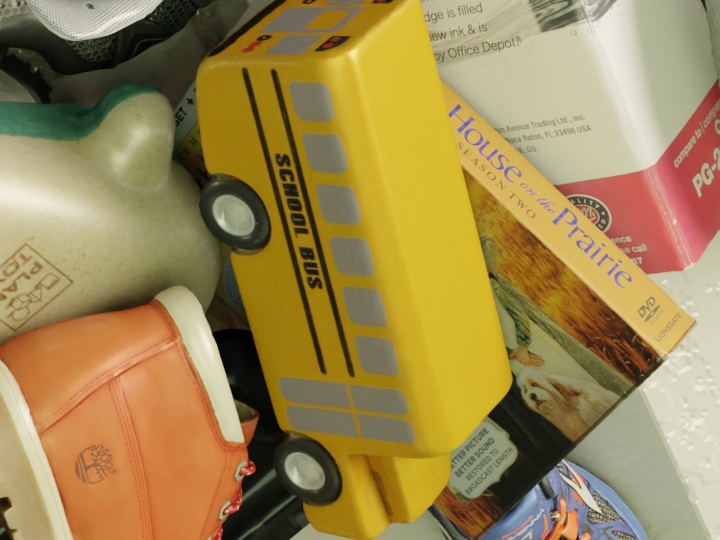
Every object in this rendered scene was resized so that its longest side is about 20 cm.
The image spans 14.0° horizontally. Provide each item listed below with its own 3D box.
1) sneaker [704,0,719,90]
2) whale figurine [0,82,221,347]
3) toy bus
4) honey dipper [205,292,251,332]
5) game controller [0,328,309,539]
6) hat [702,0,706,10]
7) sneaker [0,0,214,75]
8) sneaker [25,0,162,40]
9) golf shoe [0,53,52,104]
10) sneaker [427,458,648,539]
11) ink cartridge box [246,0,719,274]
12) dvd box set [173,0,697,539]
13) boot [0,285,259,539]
[{"bbox_3d":[0.180,-0.115,1.056,0.114,0.073,0.201,-11,102,-3],"label":"sneaker"},{"bbox_3d":[-0.139,-0.023,1.064,0.159,0.104,0.200,-40,144,8],"label":"whale figurine"},{"bbox_3d":[0.000,0.000,1.048,0.078,0.065,0.200,3,121,33],"label":"toy bus"},{"bbox_3d":[-0.101,0.050,1.150,0.200,0.038,0.038,-35,116,-26],"label":"honey dipper"},{"bbox_3d":[-0.098,0.106,1.132,0.200,0.042,0.104,-38,125,0],"label":"game controller"},{"bbox_3d":[0.132,-0.173,1.122,0.200,0.081,0.201,-3,111,-7],"label":"hat"},{"bbox_3d":[-0.143,-0.150,1.092,0.114,0.076,0.199,-39,117,1],"label":"sneaker"},{"bbox_3d":[-0.133,-0.135,0.985,0.200,0.115,0.075,0,120,-26],"label":"sneaker"},{"bbox_3d":[-0.214,-0.039,1.117,0.200,0.095,0.078,-8,111,-7],"label":"golf shoe"},{"bbox_3d":[0.061,0.101,1.221,0.075,0.078,0.200,-40,112,8],"label":"sneaker"},{"bbox_3d":[0.044,-0.097,1.102,0.145,0.084,0.200,-7,119,36],"label":"ink cartridge box"},{"bbox_3d":[0.012,-0.006,1.104,0.200,0.029,0.146,44,136,2],"label":"dvd box set"},{"bbox_3d":[-0.076,0.099,1.071,0.107,0.075,0.200,-26,126,-17],"label":"boot"}]
